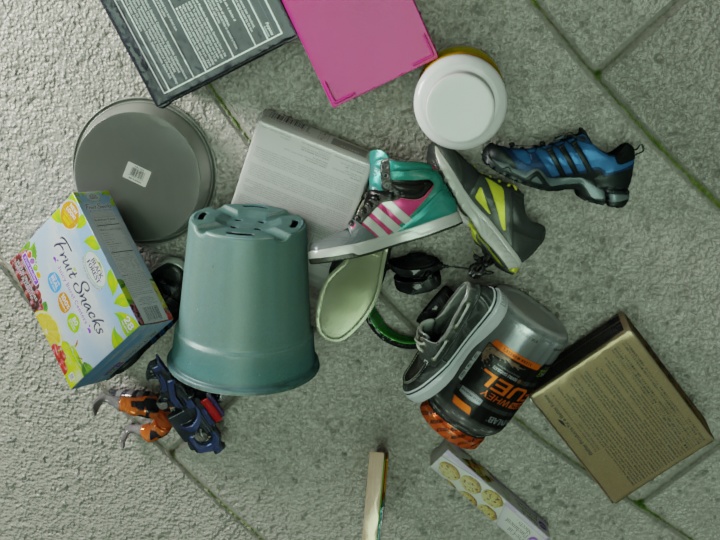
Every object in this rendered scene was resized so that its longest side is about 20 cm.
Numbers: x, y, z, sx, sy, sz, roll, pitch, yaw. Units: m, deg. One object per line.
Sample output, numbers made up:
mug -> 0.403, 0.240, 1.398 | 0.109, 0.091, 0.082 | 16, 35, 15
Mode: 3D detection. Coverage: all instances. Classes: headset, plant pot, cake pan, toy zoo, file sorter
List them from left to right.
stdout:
cake pan -> -0.292, -0.128, 1.412 | 0.199, 0.037, 0.202 | 2, 106, 5
plant pot -> -0.147, 0.028, 1.354 | 0.199, 0.200, 0.197 | 5, 110, 4
file sorter -> -0.007, -0.325, 1.280 | 0.138, 0.125, 0.201 | -23, 102, 13
toy zoo -> 0.021, 0.312, 1.440 | 0.020, 0.200, 0.132 | 5, 81, 4
headset -> 0.087, 0.032, 1.391 | 0.199, 0.094, 0.124 | -30, 97, 26

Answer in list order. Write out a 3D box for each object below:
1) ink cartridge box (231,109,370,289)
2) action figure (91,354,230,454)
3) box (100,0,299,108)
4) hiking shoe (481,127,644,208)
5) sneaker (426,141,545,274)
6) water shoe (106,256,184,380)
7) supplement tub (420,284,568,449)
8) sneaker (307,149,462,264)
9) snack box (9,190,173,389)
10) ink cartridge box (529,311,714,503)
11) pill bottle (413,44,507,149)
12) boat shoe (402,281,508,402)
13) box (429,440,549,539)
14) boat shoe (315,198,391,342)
ink cartridge box -> -0.086, -0.092, 1.407 | 0.160, 0.050, 0.201 | 22, 120, -1
action figure -> -0.269, 0.169, 1.468 | 0.192, 0.105, 0.201 | -13, 130, 4
box -> -0.196, -0.337, 1.295 | 0.197, 0.123, 0.201 | -23, 105, 13
hiking shoe -> 0.252, -0.143, 1.345 | 0.199, 0.074, 0.087 | 13, 100, -9
sneaker -> 0.161, -0.093, 1.372 | 0.084, 0.074, 0.200 | -37, 97, -9
water shoe -> -0.295, 0.073, 1.450 | 0.071, 0.079, 0.200 | 35, 107, -6
supplement tub -> 0.172, 0.130, 1.401 | 0.122, 0.123, 0.201 | 32, 107, -5
sneaker -> 0.018, -0.085, 1.312 | 0.199, 0.084, 0.122 | -17, 92, -10
snack box -> -0.353, 0.024, 1.383 | 0.168, 0.068, 0.201 | -38, 76, 32
ink cartridge box -> 0.346, 0.184, 1.426 | 0.164, 0.075, 0.200 | -36, 102, 16
pill bottle -> 0.119, -0.207, 1.264 | 0.108, 0.200, 0.110 | 1, 107, 5
boat shoe -> 0.102, 0.084, 1.344 | 0.071, 0.072, 0.200 | 27, 119, -18
box -> 0.183, 0.318, 1.500 | 0.200, 0.039, 0.041 | 42, 107, -8
boat shoe -> -0.002, -0.001, 1.387 | 0.074, 0.066, 0.201 | 16, 88, 6
